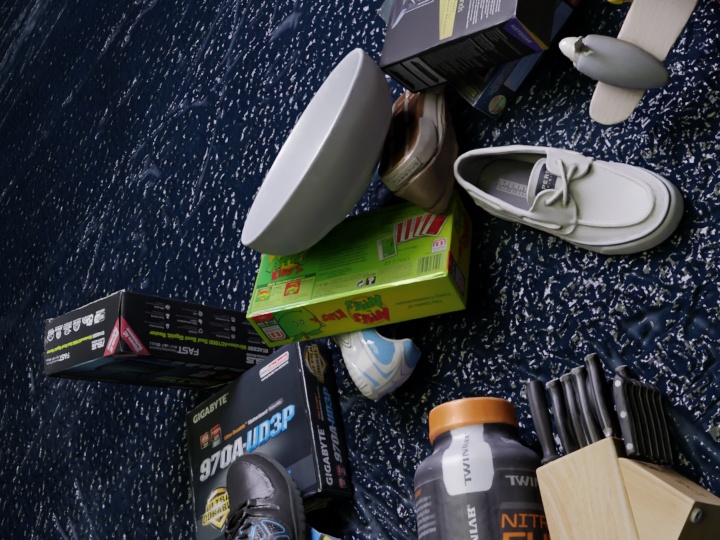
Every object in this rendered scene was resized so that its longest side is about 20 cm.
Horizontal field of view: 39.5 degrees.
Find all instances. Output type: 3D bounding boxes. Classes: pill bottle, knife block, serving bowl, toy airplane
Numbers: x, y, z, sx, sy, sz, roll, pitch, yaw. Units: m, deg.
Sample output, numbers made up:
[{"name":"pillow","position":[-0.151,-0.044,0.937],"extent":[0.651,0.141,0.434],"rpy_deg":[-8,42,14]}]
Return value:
[{"name":"pill bottle","position":[0.095,0.202,0.757],"extent":[0.105,0.105,0.204],"rpy_deg":[-25,59,39]},{"name":"knife block","position":[0.167,0.170,0.723],"extent":[0.175,0.063,0.203],"rpy_deg":[28,97,49]},{"name":"serving bowl","position":[-0.029,-0.094,0.896],"extent":[0.201,0.065,0.201],"rpy_deg":[-54,15,21]},{"name":"toy airplane","position":[0.222,-0.227,0.722],"extent":[0.197,0.140,0.204],"rpy_deg":[-16,90,39]}]

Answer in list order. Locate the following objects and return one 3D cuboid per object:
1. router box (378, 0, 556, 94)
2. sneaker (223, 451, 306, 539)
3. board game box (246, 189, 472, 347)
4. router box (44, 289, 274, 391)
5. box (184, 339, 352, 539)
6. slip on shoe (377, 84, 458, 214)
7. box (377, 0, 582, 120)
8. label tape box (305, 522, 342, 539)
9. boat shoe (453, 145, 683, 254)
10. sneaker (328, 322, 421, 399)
[{"name":"router box","position":[0.103,-0.272,0.884],"extent":[0.156,0.052,0.204],"rpy_deg":[-9,62,46]},{"name":"sneaker","position":[-0.090,0.240,0.871],"extent":[0.073,0.081,0.202],"rpy_deg":[-50,42,26]},{"name":"board game box","position":[0.000,0.000,0.908],"extent":[0.196,0.048,0.103],"rpy_deg":[-12,44,24]},{"name":"router box","position":[-0.211,0.080,1.060],"extent":[0.148,0.198,0.063],"rpy_deg":[-17,68,42]},{"name":"box","position":[-0.099,0.184,1.018],"extent":[0.199,0.046,0.162],"rpy_deg":[-34,53,35]},{"name":"slip on shoe","position":[0.060,-0.121,0.922],"extent":[0.076,0.060,0.201],"rpy_deg":[-42,20,24]},{"name":"box","position":[0.108,-0.255,0.958],"extent":[0.137,0.037,0.201],"rpy_deg":[-54,44,19]},{"name":"label tape box","position":[-0.007,0.320,0.855],"extent":[0.199,0.063,0.147],"rpy_deg":[25,94,52]},{"name":"boat shoe","position":[0.160,-0.066,0.808],"extent":[0.198,0.065,0.073],"rpy_deg":[23,92,45]},{"name":"sneaker","position":[-0.004,0.044,0.960],"extent":[0.072,0.072,0.201],"rpy_deg":[-35,42,-2]}]
